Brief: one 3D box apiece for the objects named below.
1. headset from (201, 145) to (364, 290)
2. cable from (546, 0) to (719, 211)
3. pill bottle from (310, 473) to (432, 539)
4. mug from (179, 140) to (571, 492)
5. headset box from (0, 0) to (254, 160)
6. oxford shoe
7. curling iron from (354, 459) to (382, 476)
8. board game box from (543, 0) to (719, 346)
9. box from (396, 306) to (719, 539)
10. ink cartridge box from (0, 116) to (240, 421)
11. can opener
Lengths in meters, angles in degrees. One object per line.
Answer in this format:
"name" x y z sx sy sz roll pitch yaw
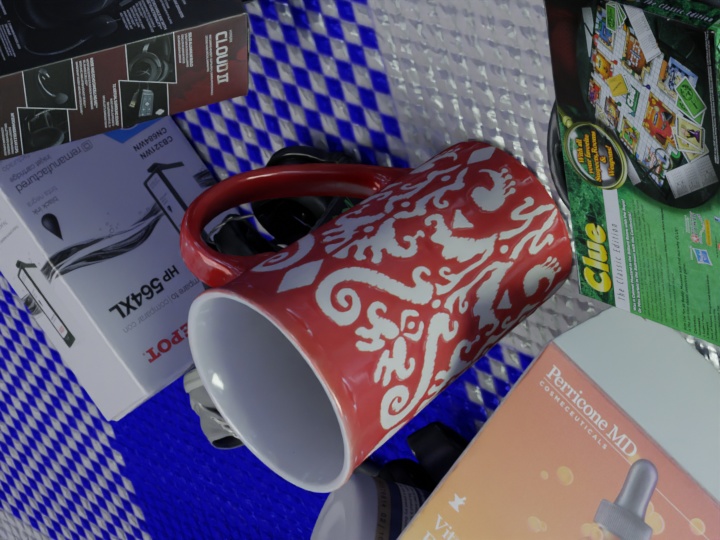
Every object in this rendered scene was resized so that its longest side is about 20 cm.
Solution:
"headset" -0.046 -0.014 1.497 0.094 0.124 0.200 43 170 -20
"cable" 0.169 -0.063 1.202 0.163 0.051 0.200 44 147 8
"pill bottle" 0.071 0.205 1.467 0.200 0.111 0.111 16 153 -13
"mug" 0.007 0.000 1.337 0.178 0.200 0.133 59 151 -7
"headset box" -0.167 -0.161 1.414 0.077 0.200 0.149 94 154 -51
"oxford shoe" -0.087 0.090 1.665 0.200 0.075 0.058 112 135 -75
"curling iron" 0.023 0.163 1.657 0.200 0.026 0.050 28 138 39
"board game box" 0.147 -0.054 1.169 0.105 0.023 0.200 21 138 34
"box" 0.135 0.141 1.323 0.152 0.106 0.200 44 125 17
"ink cartridge box" -0.166 -0.019 1.620 0.200 0.146 0.084 54 149 -1
"can opener" 0.083 0.196 1.554 0.079 0.063 0.200 -33 101 23
